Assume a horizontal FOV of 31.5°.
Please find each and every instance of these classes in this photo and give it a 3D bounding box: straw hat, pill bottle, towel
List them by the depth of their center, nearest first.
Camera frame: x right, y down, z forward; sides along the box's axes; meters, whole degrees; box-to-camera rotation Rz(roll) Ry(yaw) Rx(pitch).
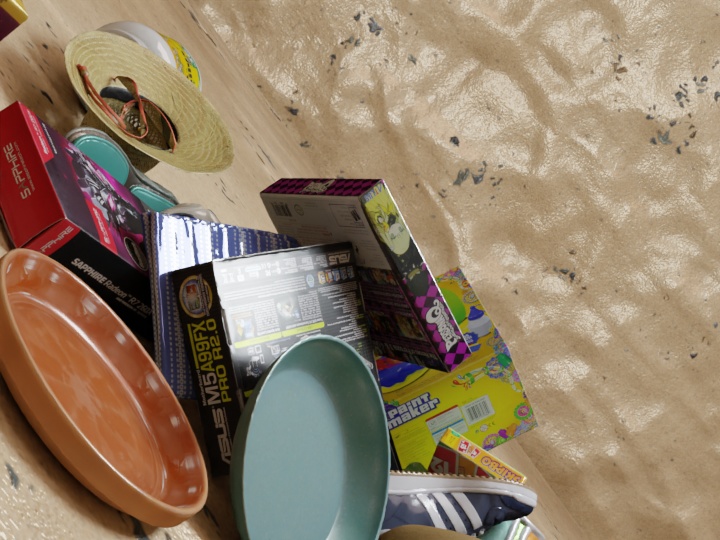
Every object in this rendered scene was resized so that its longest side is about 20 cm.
[{"bbox_3d":[-0.104,0.034,1.033,0.199,0.024,0.147,11,70,-56],"label":"towel"},{"bbox_3d":[-0.221,-0.131,1.210,0.200,0.085,0.202,35,24,-19],"label":"straw hat"},{"bbox_3d":[-0.243,-0.207,1.373,0.113,0.112,0.200,54,6,0],"label":"pill bottle"}]

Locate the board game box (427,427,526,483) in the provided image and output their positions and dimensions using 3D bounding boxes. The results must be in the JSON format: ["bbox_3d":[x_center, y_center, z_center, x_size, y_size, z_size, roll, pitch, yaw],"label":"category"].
[{"bbox_3d":[0.104,0.254,1.348,0.095,0.030,0.201,31,-39,14],"label":"board game box"}]

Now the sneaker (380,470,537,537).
[{"bbox_3d":[0.069,0.239,1.140,0.070,0.197,0.110,148,-54,-61],"label":"sneaker"}]

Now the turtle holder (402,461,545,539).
[{"bbox_3d":[0.101,0.278,1.252,0.141,0.132,0.185,43,-6,-22],"label":"turtle holder"}]

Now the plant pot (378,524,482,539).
[{"bbox_3d":[0.069,0.280,0.973,0.187,0.186,0.200,51,-8,-22],"label":"plant pot"}]

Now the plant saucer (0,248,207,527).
[{"bbox_3d":[-0.169,0.076,0.803,0.201,0.032,0.200,53,6,-8],"label":"plant saucer"}]

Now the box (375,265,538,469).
[{"bbox_3d":[0.071,0.127,1.476,0.193,0.198,0.123,-116,-179,-60],"label":"box"}]

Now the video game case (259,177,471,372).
[{"bbox_3d":[0.000,0.000,1.170,0.199,0.036,0.183,7,-51,61],"label":"video game case"}]

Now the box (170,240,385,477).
[{"bbox_3d":[-0.060,0.065,1.029,0.199,0.044,0.163,-11,90,-58],"label":"box"}]

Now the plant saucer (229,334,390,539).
[{"bbox_3d":[-0.042,0.150,0.958,0.199,0.036,0.203,6,83,-59],"label":"plant saucer"}]

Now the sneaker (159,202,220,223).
[{"bbox_3d":[-0.136,0.040,1.147,0.201,0.077,0.080,59,38,-16],"label":"sneaker"}]

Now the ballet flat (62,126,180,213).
[{"bbox_3d":[-0.224,-0.073,1.114,0.063,0.068,0.200,26,-8,27],"label":"ballet flat"}]

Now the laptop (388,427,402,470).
[{"bbox_3d":[-0.035,0.156,1.221,0.199,0.115,0.190,3,-67,63],"label":"laptop"}]

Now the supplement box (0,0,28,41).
[{"bbox_3d":[-0.338,-0.246,0.914,0.131,0.103,0.201,45,12,-53],"label":"supplement box"}]

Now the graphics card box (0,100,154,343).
[{"bbox_3d":[-0.208,-0.031,0.990,0.126,0.051,0.200,60,7,33],"label":"graphics card box"}]
